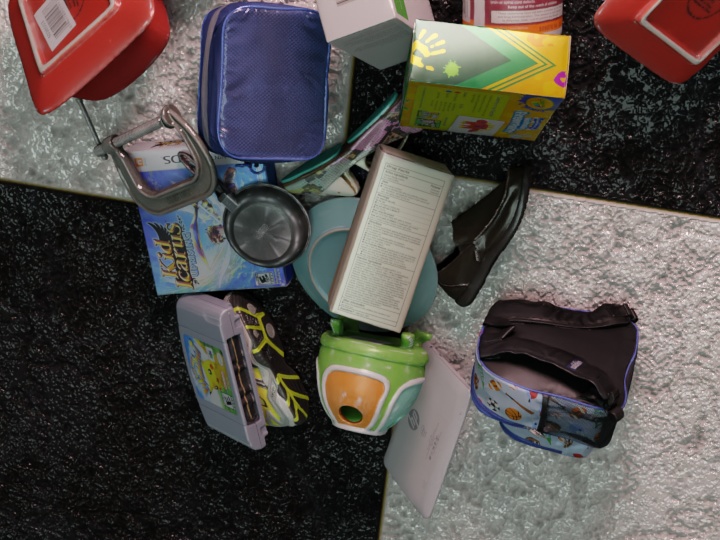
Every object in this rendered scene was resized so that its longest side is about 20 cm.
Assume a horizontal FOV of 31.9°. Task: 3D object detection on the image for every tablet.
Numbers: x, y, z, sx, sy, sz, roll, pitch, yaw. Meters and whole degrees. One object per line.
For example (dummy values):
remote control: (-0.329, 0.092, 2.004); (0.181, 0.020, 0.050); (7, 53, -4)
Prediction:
tablet: (0.084, 0.205, 1.635); (0.014, 0.130, 0.201); (2, 118, -31)

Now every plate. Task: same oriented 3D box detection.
plate: (0.000, 0.000, 1.587); (0.199, 0.026, 0.201); (12, 126, 17)

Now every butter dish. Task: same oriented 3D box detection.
butter dish: (-0.299, -0.290, 1.497); (0.199, 0.148, 0.201); (-35, 59, 20)
butter dish: (0.340, -0.333, 1.353); (0.199, 0.148, 0.199); (20, 124, -44)

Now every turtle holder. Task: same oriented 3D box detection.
turtle holder: (0.009, 0.130, 1.576); (0.140, 0.185, 0.133); (10, 92, -9)

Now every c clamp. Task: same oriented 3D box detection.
c clamp: (-0.260, -0.147, 1.537); (0.199, 0.027, 0.172); (-8, 110, 42)

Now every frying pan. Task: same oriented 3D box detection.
frying pan: (-0.137, -0.083, 1.560); (0.114, 0.031, 0.191); (-24, 109, 22)

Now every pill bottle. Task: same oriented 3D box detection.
pill bottle: (0.169, -0.357, 1.388); (0.113, 0.114, 0.201); (3, 112, 11)

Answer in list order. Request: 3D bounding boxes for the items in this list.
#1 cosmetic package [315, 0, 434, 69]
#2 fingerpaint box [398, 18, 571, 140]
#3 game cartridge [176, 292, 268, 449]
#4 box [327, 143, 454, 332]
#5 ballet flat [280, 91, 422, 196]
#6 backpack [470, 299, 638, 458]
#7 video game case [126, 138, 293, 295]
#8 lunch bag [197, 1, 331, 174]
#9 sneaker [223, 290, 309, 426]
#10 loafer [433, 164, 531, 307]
cosmetic package: (0.016, -0.296, 1.386); (0.084, 0.200, 0.108); (-17, 87, 18)
fingerpaint box: (0.132, -0.208, 1.394); (0.166, 0.200, 0.074); (6, 83, 0)
game cartridge: (-0.186, 0.130, 1.659); (0.040, 0.133, 0.201); (-22, 111, -28)
box: (0.034, -0.039, 1.493); (0.094, 0.078, 0.201); (18, 102, -7)
ballet flat: (-0.005, -0.137, 1.542); (0.200, 0.069, 0.071); (-35, 105, 18)
backpack: (0.230, 0.123, 1.539); (0.190, 0.200, 0.155); (19, 127, 7)
video game case: (-0.192, -0.071, 1.616); (0.180, 0.045, 0.201); (-4, 111, 14)
lunch bag: (-0.117, -0.212, 1.476); (0.135, 0.132, 0.201); (2, 100, -20)
sneaker: (-0.142, 0.124, 1.668); (0.076, 0.075, 0.201); (-17, 102, 25)
loafer: (0.145, -0.047, 1.538); (0.071, 0.073, 0.201); (26, 114, -1)
